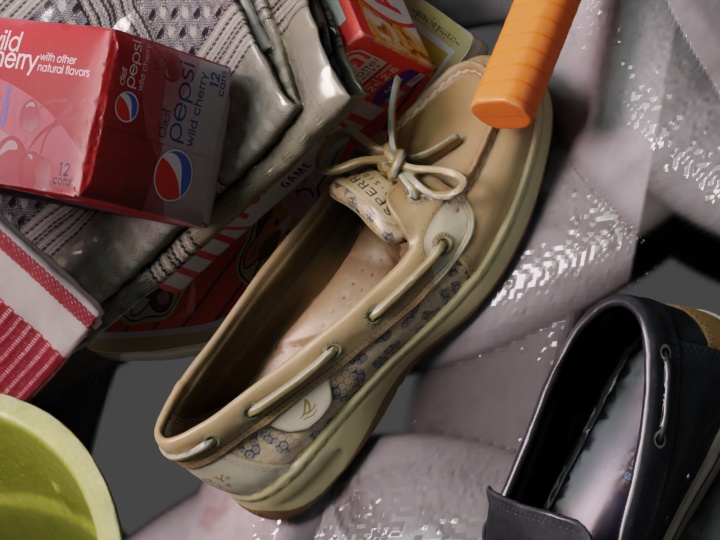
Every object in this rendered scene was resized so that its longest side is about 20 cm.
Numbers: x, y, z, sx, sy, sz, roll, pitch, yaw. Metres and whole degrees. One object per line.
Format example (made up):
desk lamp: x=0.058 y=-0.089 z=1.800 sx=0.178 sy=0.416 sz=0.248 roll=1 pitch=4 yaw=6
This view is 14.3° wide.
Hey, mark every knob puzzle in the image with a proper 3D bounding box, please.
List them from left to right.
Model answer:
knob puzzle: x=-0.059 y=-0.050 z=1.192 sx=0.219 sy=0.030 sz=0.221 roll=-23 pitch=52 yaw=33

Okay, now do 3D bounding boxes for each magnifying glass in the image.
magnifying glass: x=0.085 y=-0.140 z=1.088 sx=0.079 sy=0.022 sz=0.201 roll=0 pitch=58 yaw=39

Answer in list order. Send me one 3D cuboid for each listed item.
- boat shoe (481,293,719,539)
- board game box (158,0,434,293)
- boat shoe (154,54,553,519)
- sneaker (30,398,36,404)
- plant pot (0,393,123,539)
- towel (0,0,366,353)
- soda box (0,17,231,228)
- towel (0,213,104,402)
boat shoe: x=0.066 y=0.098 z=0.955 sx=0.074 sy=0.062 sz=0.201 roll=19 pitch=81 yaw=47
board game box: x=-0.067 y=-0.116 z=1.166 sx=0.151 sy=0.046 sz=0.201 roll=-41 pitch=53 yaw=25
boat shoe: x=0.000 y=0.000 z=1.077 sx=0.073 sy=0.063 sz=0.201 roll=31 pitch=88 yaw=50
sneaker: x=-0.183 y=0.026 z=1.224 sx=0.078 sy=0.090 sz=0.200 roll=-9 pitch=28 yaw=1
plant pot: x=-0.119 y=0.174 z=0.976 sx=0.199 sy=0.190 sz=0.201 roll=-17 pitch=50 yaw=21
towel: x=-0.099 y=-0.085 z=1.128 sx=0.200 sy=0.034 sz=0.193 roll=-40 pitch=53 yaw=25
soda box: x=-0.142 y=-0.063 z=1.098 sx=0.199 sy=0.070 sz=0.064 roll=10 pitch=87 yaw=43
towel: x=-0.211 y=0.033 z=1.079 sx=0.200 sy=0.144 sz=0.023 roll=-42 pitch=17 yaw=19
